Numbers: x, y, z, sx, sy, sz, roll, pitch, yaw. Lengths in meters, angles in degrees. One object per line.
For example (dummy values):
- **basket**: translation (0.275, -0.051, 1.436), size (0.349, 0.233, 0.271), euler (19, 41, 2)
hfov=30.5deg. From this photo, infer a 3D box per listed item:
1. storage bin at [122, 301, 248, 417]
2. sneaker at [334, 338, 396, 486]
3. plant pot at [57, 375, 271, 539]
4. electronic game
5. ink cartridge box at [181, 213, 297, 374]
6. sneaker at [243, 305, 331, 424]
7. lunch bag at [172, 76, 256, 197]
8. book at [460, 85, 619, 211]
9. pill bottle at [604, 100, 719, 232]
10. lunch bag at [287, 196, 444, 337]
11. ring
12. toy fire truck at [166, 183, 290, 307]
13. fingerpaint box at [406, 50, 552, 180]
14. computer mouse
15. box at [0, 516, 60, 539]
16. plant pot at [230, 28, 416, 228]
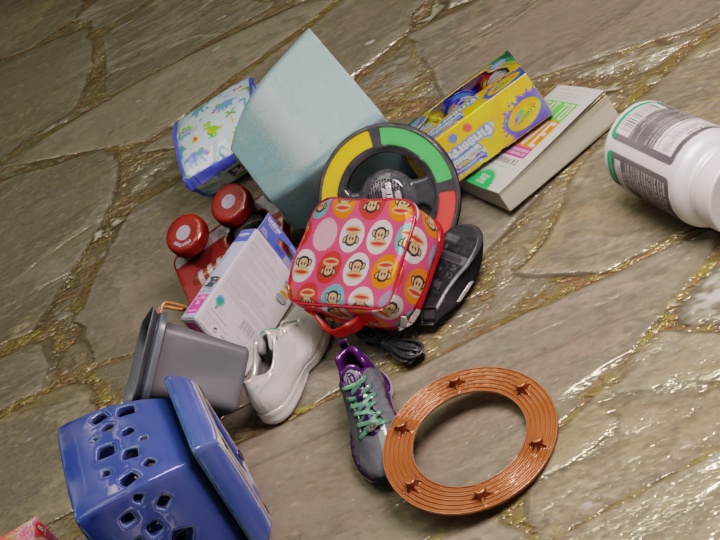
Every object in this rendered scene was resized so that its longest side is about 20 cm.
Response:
- **storage bin**: translation (-0.222, 0.123, 1.690), size (0.200, 0.132, 0.148), euler (148, 135, -72)
- **sneaker**: translation (0.003, 0.163, 1.528), size (0.074, 0.088, 0.201), euler (-32, 31, 7)
- **plant pot**: translation (-0.221, 0.257, 1.534), size (0.178, 0.202, 0.200), euler (-31, 30, -5)
- **electronic game**: translation (0.038, -0.095, 1.759), size (0.198, 0.202, 0.042), euler (-26, -3, 16)
- **ink cartridge box**: translation (-0.155, 0.032, 1.830), size (0.042, 0.120, 0.201), euler (-2, 45, 45)
- **sneaker**: translation (-0.099, 0.097, 1.719), size (0.074, 0.089, 0.201), euler (-16, 36, 32)
- **lunch bag**: translation (-0.222, -0.217, 2.226), size (0.169, 0.128, 0.200), euler (-31, 22, 8)
- **book**: translation (0.236, -0.168, 1.787), size (0.200, 0.048, 0.133), euler (-42, 25, -8)
- **pill bottle**: translation (0.375, -0.116, 1.504), size (0.113, 0.114, 0.200), euler (-39, 31, -5)
- **lunch bag**: translation (0.000, 0.000, 1.667), size (0.198, 0.082, 0.179), euler (6, 72, 44)
- **ring**: translation (0.116, 0.177, 1.425), size (0.197, 0.019, 0.202), euler (-14, 41, 13)
- **toy fire truck**: translation (-0.185, -0.019, 1.964), size (0.199, 0.112, 0.169), euler (-33, 55, 7)
- **fingerpaint box**: translation (0.155, -0.207, 1.840), size (0.199, 0.074, 0.167), euler (-36, 18, 10)
- **computer mouse**: translation (0.078, 0.028, 1.679), size (0.139, 0.046, 0.202), euler (14, 69, 48)
- **box**: translation (-0.458, 0.413, 1.649), size (0.198, 0.095, 0.103), euler (-31, 30, 10)
- **plant pot**: translation (-0.069, -0.180, 1.899), size (0.199, 0.196, 0.196), euler (-39, 63, 1)
